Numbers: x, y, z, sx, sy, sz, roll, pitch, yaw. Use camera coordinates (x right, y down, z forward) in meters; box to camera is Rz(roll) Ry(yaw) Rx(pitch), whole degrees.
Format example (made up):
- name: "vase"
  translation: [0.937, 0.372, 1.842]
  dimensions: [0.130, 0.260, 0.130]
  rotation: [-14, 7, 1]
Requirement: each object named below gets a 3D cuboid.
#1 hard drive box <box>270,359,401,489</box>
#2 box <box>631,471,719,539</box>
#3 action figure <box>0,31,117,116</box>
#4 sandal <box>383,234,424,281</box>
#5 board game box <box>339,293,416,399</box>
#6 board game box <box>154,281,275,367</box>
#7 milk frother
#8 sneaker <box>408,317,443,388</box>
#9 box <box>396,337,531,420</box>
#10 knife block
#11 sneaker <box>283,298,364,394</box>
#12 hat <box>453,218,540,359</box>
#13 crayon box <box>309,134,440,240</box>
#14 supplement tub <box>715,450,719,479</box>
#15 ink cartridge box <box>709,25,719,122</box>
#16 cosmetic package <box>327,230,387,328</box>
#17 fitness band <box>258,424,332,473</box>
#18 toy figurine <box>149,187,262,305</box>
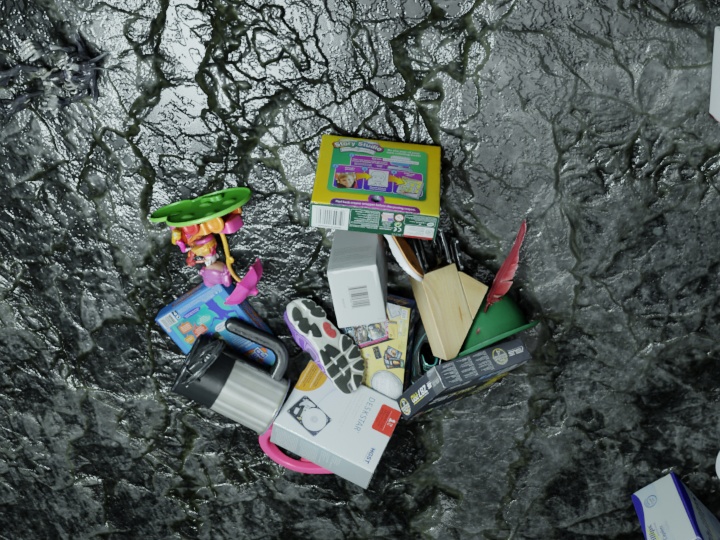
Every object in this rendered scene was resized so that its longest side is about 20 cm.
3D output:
- name: "hard drive box"
  translation: [-0.042, 0.281, 1.464]
  dimensions: [0.199, 0.156, 0.077]
  rotation: [24, 141, 7]
- name: "box"
  translation: [0.654, 0.541, 1.573]
  dimensions: [0.105, 0.184, 0.200]
  rotation: [-39, 109, 21]
- name: "action figure"
  translation: [-0.495, -0.306, 1.263]
  dimensions: [0.199, 0.102, 0.119]
  rotation: [-14, 103, 11]
- name: "sandal"
  translation: [0.070, -0.070, 1.308]
  dimensions: [0.059, 0.207, 0.079]
  rotation: [-39, 143, 14]
- name: "board game box"
  translation: [0.028, 0.133, 1.463]
  dimensions: [0.135, 0.035, 0.201]
  rotation: [15, 119, 20]
- name: "board game box"
  translation: [-0.261, 0.120, 1.490]
  dimensions: [0.152, 0.045, 0.200]
  rotation: [-30, 110, 16]
- name: "milk frother"
  translation: [-0.222, 0.200, 1.393]
  dimensions: [0.188, 0.200, 0.181]
  rotation: [28, 111, -10]
- name: "sneaker"
  translation: [0.115, 0.181, 1.483]
  dimensions: [0.075, 0.079, 0.201]
  rotation: [6, 118, 0]
- name: "box"
  translation: [0.181, 0.191, 1.407]
  dimensions: [0.199, 0.049, 0.161]
  rotation: [-13, 156, -31]
- name: "knife block"
  translation: [0.120, 0.031, 1.372]
  dimensions: [0.175, 0.064, 0.200]
  rotation: [27, 84, -14]
- name: "sneaker"
  translation: [-0.068, 0.138, 1.464]
  dimensions: [0.081, 0.083, 0.200]
  rotation: [-35, 90, -27]
- name: "hat"
  translation: [0.218, 0.043, 1.422]
  dimensions: [0.199, 0.166, 0.177]
  rotation: [-21, 82, -11]
- name: "crayon box"
  translation: [0.027, -0.137, 1.274]
  dimensions: [0.199, 0.173, 0.058]
  rotation: [6, 136, 0]
- name: "supplement tub"
  translation: [0.803, 0.414, 1.532]
  dimensions: [0.200, 0.132, 0.132]
  rotation: [38, 112, -14]
- name: "ink cartridge box"
  translation: [0.650, -0.308, 1.210]
  dimensions: [0.199, 0.085, 0.146]
  rotation: [-4, 116, 7]
- name: "cosmetic package"
  translation: [0.000, 0.000, 1.331]
  dimensions: [0.085, 0.200, 0.108]
  rotation: [-9, 113, 6]
- name: "fitness band"
  translation: [-0.110, 0.346, 1.565]
  dimensions: [0.199, 0.037, 0.144]
  rotation: [-11, 129, 34]
- name: "toy figurine"
  translation: [-0.250, -0.027, 1.364]
  dimensions: [0.199, 0.150, 0.185]
  rotation: [-4, 115, 30]
